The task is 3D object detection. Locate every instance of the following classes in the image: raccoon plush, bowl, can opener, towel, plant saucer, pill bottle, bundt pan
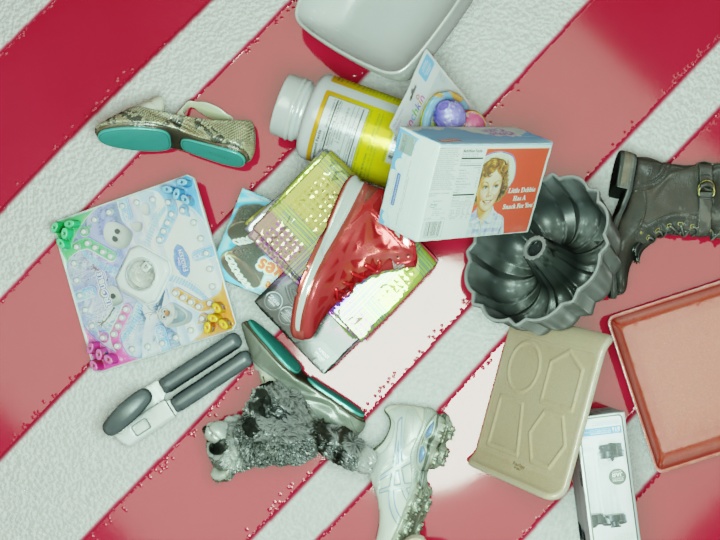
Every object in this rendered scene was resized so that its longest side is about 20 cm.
[{"bbox_3d":[-0.097,0.229,1.605,0.199,0.097,0.134,36,128,3],"label":"raccoon plush"},{"bbox_3d":[0.043,-0.334,1.628,0.199,0.075,0.201,34,88,28],"label":"bowl"},{"bbox_3d":[-0.227,0.149,1.641,0.199,0.067,0.054,-33,87,1],"label":"can opener"},{"bbox_3d":[-0.024,-0.032,1.579,0.200,0.023,0.144,44,87,3],"label":"towel"},{"bbox_3d":[0.424,0.123,1.636,0.198,0.037,0.201,-18,88,1],"label":"plant saucer"},{"bbox_3d":[-0.006,-0.171,1.628,0.199,0.109,0.110,20,88,3],"label":"pill bottle"},{"bbox_3d":[0.226,-0.011,1.591,0.201,0.076,0.203,-22,51,30],"label":"bundt pan"}]

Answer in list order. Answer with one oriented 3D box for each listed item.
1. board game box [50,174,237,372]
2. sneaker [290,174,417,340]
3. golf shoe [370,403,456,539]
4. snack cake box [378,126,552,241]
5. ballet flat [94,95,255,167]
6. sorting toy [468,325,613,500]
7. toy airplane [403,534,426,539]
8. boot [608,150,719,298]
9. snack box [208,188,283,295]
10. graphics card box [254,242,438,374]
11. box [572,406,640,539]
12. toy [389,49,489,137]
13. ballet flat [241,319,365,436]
[{"bbox_3d":[-0.273,0.005,1.651,0.199,0.026,0.201,-18,87,12],"label":"board game box"},{"bbox_3d":[0.000,0.000,1.528,0.115,0.078,0.201,22,88,3],"label":"sneaker"},{"bbox_3d":[0.043,0.260,1.636,0.097,0.078,0.201,18,82,20],"label":"golf shoe"},{"bbox_3d":[0.122,-0.102,1.516,0.067,0.199,0.116,28,113,41],"label":"snack cake box"},{"bbox_3d":[-0.228,-0.180,1.666,0.199,0.068,0.076,8,66,-3],"label":"ballet flat"},{"bbox_3d":[0.216,0.160,1.582,0.036,0.185,0.201,21,86,-29],"label":"sorting toy"},{"bbox_3d":[0.082,0.439,1.598,0.199,0.141,0.200,47,126,14],"label":"toy airplane"},{"bbox_3d":[0.389,-0.054,1.631,0.173,0.069,0.201,9,88,1],"label":"boot"},{"bbox_3d":[-0.076,-0.011,1.659,0.199,0.037,0.117,22,89,3],"label":"snack box"},{"bbox_3d":[-0.016,0.013,1.612,0.200,0.051,0.126,-44,87,-1],"label":"graphics card box"},{"bbox_3d":[0.292,0.269,1.594,0.060,0.117,0.202,-7,88,1],"label":"box"},{"bbox_3d":[0.122,-0.156,1.579,0.047,0.200,0.116,3,59,40],"label":"toy"},{"bbox_3d":[-0.083,0.145,1.639,0.200,0.067,0.064,40,96,3],"label":"ballet flat"}]
